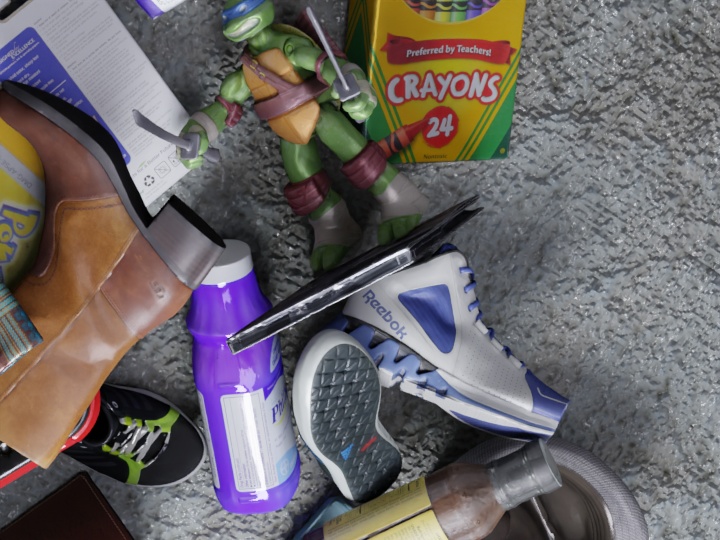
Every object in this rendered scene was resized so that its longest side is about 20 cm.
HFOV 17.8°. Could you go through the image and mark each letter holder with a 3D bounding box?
[{"bbox_3d":[-0.201,0.260,1.637,0.142,0.200,0.101,-34,121,-10],"label":"letter holder"}]

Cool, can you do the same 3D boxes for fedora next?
[{"bbox_3d":[0.122,0.214,1.837,0.199,0.090,0.178,23,88,-25],"label":"fedora"}]

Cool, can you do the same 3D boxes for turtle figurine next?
[{"bbox_3d":[-0.051,-0.085,1.572,0.143,0.200,0.194,-34,108,3],"label":"turtle figurine"}]

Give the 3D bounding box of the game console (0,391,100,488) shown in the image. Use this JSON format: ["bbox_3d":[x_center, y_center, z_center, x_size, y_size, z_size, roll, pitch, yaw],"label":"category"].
[{"bbox_3d":[-0.296,0.076,1.570,0.199,0.031,0.178,-31,90,-4],"label":"game console"}]

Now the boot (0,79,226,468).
[{"bbox_3d":[-0.217,-0.001,1.516,0.188,0.069,0.200,41,98,-7],"label":"boot"}]

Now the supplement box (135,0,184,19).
[{"bbox_3d":[-0.084,-0.270,1.488,0.199,0.104,0.101,-27,124,27],"label":"supplement box"}]

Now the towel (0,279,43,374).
[{"bbox_3d":[-0.318,0.008,1.498,0.146,0.022,0.201,-38,87,15],"label":"towel"}]

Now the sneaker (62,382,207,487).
[{"bbox_3d":[-0.190,0.116,1.655,0.199,0.083,0.072,27,97,-32],"label":"sneaker"}]

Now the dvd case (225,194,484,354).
[{"bbox_3d":[0.000,0.000,1.620,0.148,0.200,0.016,-28,92,20],"label":"dvd case"}]

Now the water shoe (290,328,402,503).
[{"bbox_3d":[-0.027,0.101,1.703,0.071,0.079,0.201,-38,145,-16],"label":"water shoe"}]

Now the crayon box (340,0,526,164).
[{"bbox_3d":[0.054,-0.180,1.677,0.126,0.051,0.202,-4,111,-24],"label":"crayon box"}]

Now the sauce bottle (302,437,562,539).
[{"bbox_3d":[0.055,0.186,1.728,0.199,0.065,0.065,-25,121,11],"label":"sauce bottle"}]

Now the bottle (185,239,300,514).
[{"bbox_3d":[-0.088,0.077,1.690,0.065,0.084,0.201,-5,114,8],"label":"bottle"}]

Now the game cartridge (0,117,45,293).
[{"bbox_3d":[-0.261,-0.016,1.542,0.200,0.032,0.177,41,88,-1],"label":"game cartridge"}]

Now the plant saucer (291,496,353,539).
[{"bbox_3d":[0.018,0.255,1.852,0.070,0.019,0.200,-48,122,-1],"label":"plant saucer"}]

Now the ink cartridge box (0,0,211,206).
[{"bbox_3d":[-0.193,-0.128,1.585,0.095,0.037,0.200,-40,124,-7],"label":"ink cartridge box"}]

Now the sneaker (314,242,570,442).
[{"bbox_3d":[0.074,0.046,1.729,0.198,0.081,0.116,23,78,-1],"label":"sneaker"}]
